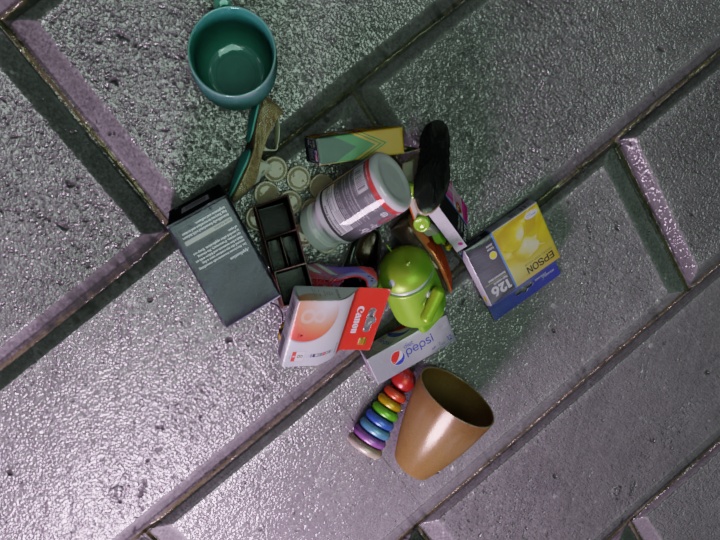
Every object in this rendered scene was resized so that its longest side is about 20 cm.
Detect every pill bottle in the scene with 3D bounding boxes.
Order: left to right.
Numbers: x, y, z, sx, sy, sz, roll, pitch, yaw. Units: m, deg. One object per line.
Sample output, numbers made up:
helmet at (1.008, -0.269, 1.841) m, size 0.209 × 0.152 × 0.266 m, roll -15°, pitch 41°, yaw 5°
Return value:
pill bottle at (-0.012, -0.121, 1.155) m, size 0.198 × 0.117 × 0.116 m, roll -28°, pitch 113°, yaw 32°

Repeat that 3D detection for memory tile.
memory tile at (-0.118, -0.127, 1.235) m, size 0.197 × 0.017 × 0.156 m, roll 18°, pitch 98°, yaw -19°

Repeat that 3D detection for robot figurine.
robot figurine at (0.104, 0.033, 1.252) m, size 0.115 × 0.175 × 0.201 m, roll -40°, pitch 133°, yaw -15°

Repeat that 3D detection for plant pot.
plant pot at (0.161, 0.349, 1.353) m, size 0.184 × 0.187 × 0.202 m, roll 23°, pitch 109°, yaw -19°

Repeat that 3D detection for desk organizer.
desk organizer at (-0.143, -0.035, 1.171) m, size 0.070 × 0.077 × 0.204 m, roll -16°, pitch 90°, yaw -10°

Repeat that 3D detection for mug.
mug at (-0.215, -0.376, 1.090) m, size 0.150 × 0.114 × 0.188 m, roll 21°, pitch 84°, yaw -5°

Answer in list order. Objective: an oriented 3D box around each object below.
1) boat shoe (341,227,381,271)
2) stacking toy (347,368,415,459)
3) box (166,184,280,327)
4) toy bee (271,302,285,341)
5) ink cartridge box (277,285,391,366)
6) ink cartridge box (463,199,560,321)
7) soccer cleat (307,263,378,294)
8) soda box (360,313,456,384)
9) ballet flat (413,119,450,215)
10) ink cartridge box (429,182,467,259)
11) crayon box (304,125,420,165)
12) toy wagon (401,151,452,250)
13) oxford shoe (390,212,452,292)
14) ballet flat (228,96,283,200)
boat shoe at (0.000, 0.000, 1.272) m, size 0.071 × 0.068 × 0.204 m, roll 9°, pitch 102°, yaw -20°
stacking toy at (0.054, 0.301, 1.356) m, size 0.085 × 0.085 × 0.202 m, roll 30°, pitch 88°, yaw -20°
box at (-0.249, -0.034, 1.125) m, size 0.116 × 0.197 × 0.202 m, roll -29°, pitch 109°, yaw -8°
toy bee at (-0.123, 0.128, 1.247) m, size 0.196 × 0.110 × 0.132 m, roll 15°, pitch 144°, yaw -1°
ink cartridge box at (-0.046, 0.108, 1.169) m, size 0.196 × 0.050 × 0.164 m, roll 3°, pitch 125°, yaw -22°
ink cartridge box at (0.341, -0.017, 1.375) m, size 0.196 × 0.047 × 0.202 m, roll -34°, pitch 107°, yaw -7°
soccer cleat at (-0.062, 0.024, 1.226) m, size 0.196 × 0.077 × 0.068 m, roll -1°, pitch 106°, yaw 13°
soda box at (0.102, 0.159, 1.338) m, size 0.198 × 0.063 × 0.069 m, roll -29°, pitch 111°, yaw -7°
ballet flat at (0.134, -0.189, 1.162) m, size 0.065 × 0.057 × 0.203 m, roll 15°, pitch 66°, yaw -8°
ink cartridge box at (0.180, -0.113, 1.242) m, size 0.036 × 0.096 × 0.200 m, roll -10°, pitch 146°, yaw 26°
crayon box at (0.001, -0.242, 1.183) m, size 0.196 × 0.127 × 0.052 m, roll -10°, pitch 106°, yaw -14°
toy wagon at (0.135, -0.131, 1.242) m, size 0.039 × 0.155 × 0.203 m, roll -11°, pitch 112°, yaw 28°
oxford shoe at (0.133, -0.030, 1.312) m, size 0.072 × 0.072 × 0.202 m, roll -24°, pitch 113°, yaw 20°
ballet flat at (-0.189, -0.221, 1.159) m, size 0.064 × 0.070 × 0.204 m, roll 16°, pitch 93°, yaw -27°
